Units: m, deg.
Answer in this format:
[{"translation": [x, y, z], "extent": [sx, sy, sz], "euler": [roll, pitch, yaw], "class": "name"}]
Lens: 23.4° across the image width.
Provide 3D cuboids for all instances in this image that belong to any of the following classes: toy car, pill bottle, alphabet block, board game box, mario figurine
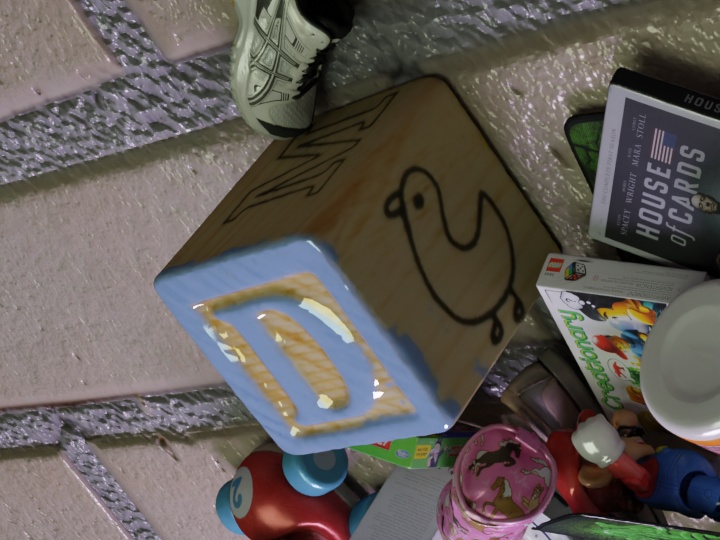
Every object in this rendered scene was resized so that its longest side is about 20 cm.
[{"translation": [-0.081, 0.287, 1.691], "extent": [0.177, 0.200, 0.184], "euler": [43, 142, -8], "class": "toy car"}, {"translation": [0.296, 0.088, 1.210], "extent": [0.200, 0.113, 0.113], "euler": [24, 155, -39], "class": "pill bottle"}, {"translation": [0.000, 0.000, 1.330], "extent": [0.196, 0.200, 0.195], "euler": [-12, 122, 45], "class": "alphabet block"}, {"translation": [0.224, 0.062, 1.316], "extent": [0.126, 0.035, 0.200], "euler": [8, 148, 33], "class": "board game box"}, {"translation": [0.236, 0.144, 1.335], "extent": [0.200, 0.106, 0.124], "euler": [9, 134, 33], "class": "mario figurine"}, {"translation": [0.027, 0.136, 1.484], "extent": [0.134, 0.029, 0.200], "euler": [15, -179, 25], "class": "board game box"}]

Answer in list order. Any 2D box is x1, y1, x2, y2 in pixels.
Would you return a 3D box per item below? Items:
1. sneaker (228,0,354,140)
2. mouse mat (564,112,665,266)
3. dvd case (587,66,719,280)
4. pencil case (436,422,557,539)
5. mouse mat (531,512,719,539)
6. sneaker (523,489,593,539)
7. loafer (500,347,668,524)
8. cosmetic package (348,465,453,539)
[{"translation": [-0.047, -0.171, 1.290], "extent": [0.088, 0.076, 0.200], "euler": [18, 139, 23], "class": "sneaker"}, {"translation": [0.246, -0.035, 1.246], "extent": [0.161, 0.008, 0.200], "euler": [-3, 129, 40], "class": "mouse mat"}, {"translation": [0.257, -0.048, 1.186], "extent": [0.200, 0.025, 0.150], "euler": [21, 140, 18], "class": "dvd case"}, {"translation": [0.107, 0.181, 1.396], "extent": [0.083, 0.087, 0.200], "euler": [-2, 164, -2], "class": "pencil case"}, {"translation": [0.226, 0.208, 1.355], "extent": [0.161, 0.008, 0.200], "euler": [9, 167, -2], "class": "mouse mat"}, {"translation": [0.198, 0.237, 1.523], "extent": [0.200, 0.073, 0.071], "euler": [47, 159, 18], "class": "sneaker"}, {"translation": [0.185, 0.156, 1.442], "extent": [0.200, 0.063, 0.072], "euler": [56, 175, -19], "class": "loafer"}, {"translation": [0.032, 0.266, 1.580], "extent": [0.074, 0.200, 0.102], "euler": [20, 139, 21], "class": "cosmetic package"}]
